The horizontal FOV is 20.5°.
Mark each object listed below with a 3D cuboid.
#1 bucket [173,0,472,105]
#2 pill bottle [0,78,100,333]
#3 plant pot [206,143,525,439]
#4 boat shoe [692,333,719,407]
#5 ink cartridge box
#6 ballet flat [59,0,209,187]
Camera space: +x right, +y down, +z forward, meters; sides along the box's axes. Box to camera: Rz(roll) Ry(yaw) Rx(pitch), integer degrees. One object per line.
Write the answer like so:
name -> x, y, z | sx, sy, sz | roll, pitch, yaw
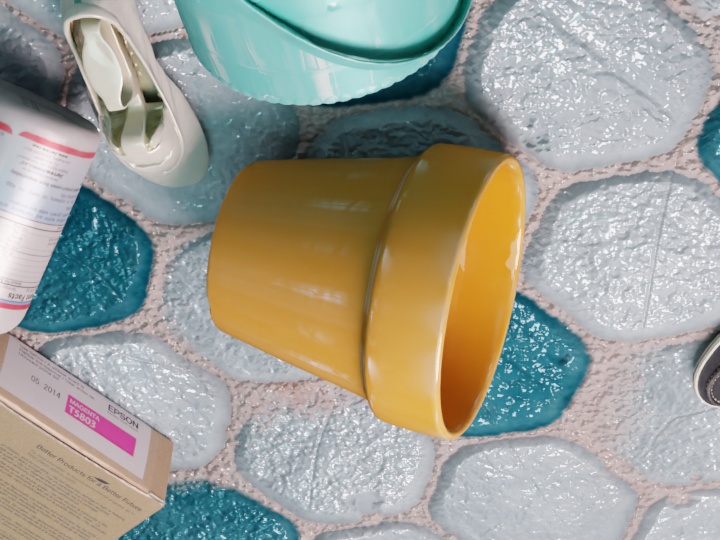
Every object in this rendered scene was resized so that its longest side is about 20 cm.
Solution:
bucket -> -0.029, -0.206, 1.180 | 0.207, 0.207, 0.135 | -3, 140, 9
pill bottle -> -0.265, -0.027, 1.370 | 0.109, 0.109, 0.200 | 23, 98, -16
plant pot -> 0.000, 0.000, 1.386 | 0.183, 0.200, 0.200 | 13, 135, 16
boat shoe -> 0.335, 0.059, 1.480 | 0.200, 0.062, 0.075 | -27, 127, 29
ink cartridge box -> -0.279, 0.153, 1.620 | 0.200, 0.075, 0.165 | 38, 124, -25
ballet flat -> -0.160, -0.118, 1.362 | 0.069, 0.069, 0.200 | -9, 132, 14
